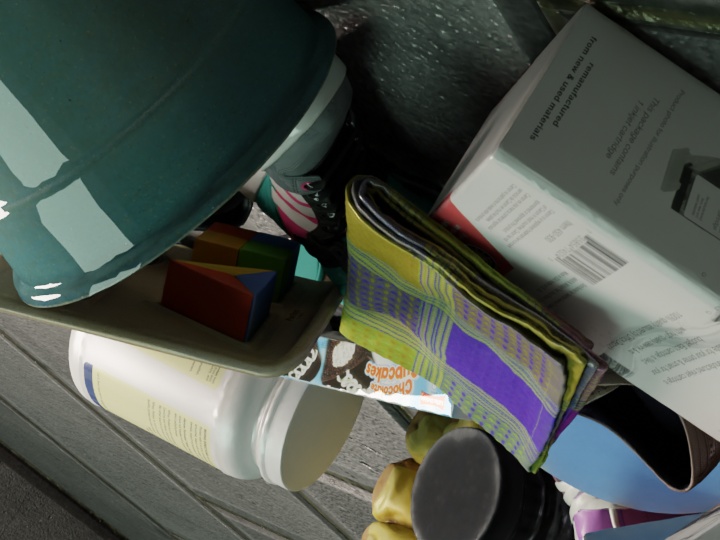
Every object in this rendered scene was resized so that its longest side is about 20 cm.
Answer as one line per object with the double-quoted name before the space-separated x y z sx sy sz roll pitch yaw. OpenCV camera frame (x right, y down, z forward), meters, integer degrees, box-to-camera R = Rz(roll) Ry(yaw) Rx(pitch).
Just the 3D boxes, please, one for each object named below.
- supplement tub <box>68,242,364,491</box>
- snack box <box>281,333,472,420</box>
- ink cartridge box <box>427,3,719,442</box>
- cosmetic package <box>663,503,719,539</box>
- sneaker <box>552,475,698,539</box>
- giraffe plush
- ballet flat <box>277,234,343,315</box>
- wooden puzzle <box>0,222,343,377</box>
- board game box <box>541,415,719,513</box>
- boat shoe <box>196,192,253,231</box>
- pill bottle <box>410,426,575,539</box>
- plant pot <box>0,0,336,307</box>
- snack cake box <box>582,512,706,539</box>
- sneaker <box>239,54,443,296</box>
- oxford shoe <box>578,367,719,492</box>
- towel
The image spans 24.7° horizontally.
"supplement tub" -0.108 0.073 1.270 0.199 0.145 0.145 24 161 23
"snack box" 0.043 0.073 1.114 0.116 0.037 0.200 10 179 -37
"ink cartridge box" 0.140 -0.008 0.726 0.199 0.083 0.147 34 163 -3
"cosmetic package" 0.203 0.124 0.788 0.052 0.199 0.151 58 166 9
"sneaker" 0.134 0.109 0.985 0.200 0.115 0.073 34 144 -16
"giraffe plush" 0.114 0.206 1.248 0.162 0.173 0.200 26 -177 -23
"ballet flat" 0.000 0.000 1.036 0.073 0.073 0.200 41 155 -27
"wooden puzzle" -0.110 0.000 0.905 0.199 0.047 0.185 9 -166 6
"board game box" 0.145 0.045 0.903 0.157 0.039 0.201 9 130 28
"boat shoe" -0.094 -0.061 0.991 0.066 0.075 0.199 37 166 6
"pill bottle" 0.134 0.168 1.083 0.199 0.113 0.112 22 171 -35
"plant pot" -0.147 -0.123 0.757 0.196 0.200 0.200 50 157 -24
"snack cake box" 0.233 0.181 0.934 0.199 0.068 0.115 -11 153 7
"sneaker" -0.003 -0.042 0.874 0.121 0.084 0.200 38 170 -1
"oxford shoe" 0.118 0.023 0.817 0.200 0.073 0.071 46 136 -8
"towel" 0.046 0.032 0.809 0.143 0.023 0.200 37 163 10
